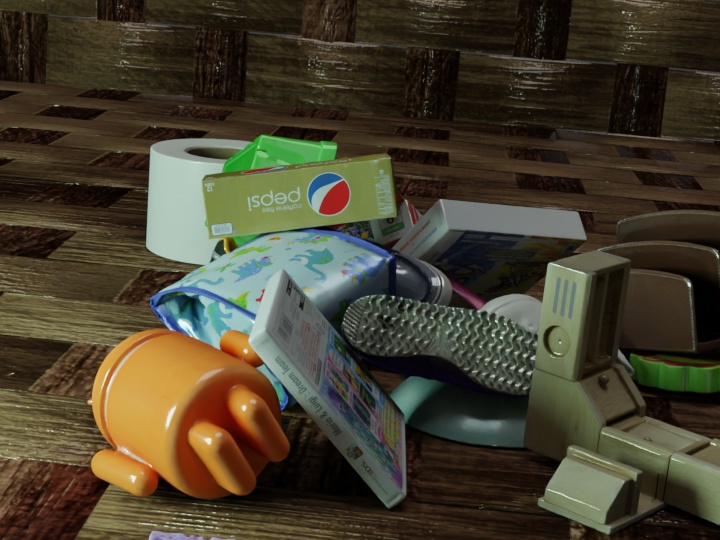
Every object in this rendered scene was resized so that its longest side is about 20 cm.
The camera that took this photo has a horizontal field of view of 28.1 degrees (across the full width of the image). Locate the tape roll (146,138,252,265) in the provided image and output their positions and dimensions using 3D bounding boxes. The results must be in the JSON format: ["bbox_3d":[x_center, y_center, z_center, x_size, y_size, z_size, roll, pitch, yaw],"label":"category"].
[{"bbox_3d":[-0.189,-0.095,1.957,0.202,0.140,0.203,5,13,-1],"label":"tape roll"}]

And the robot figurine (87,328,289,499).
[{"bbox_3d":[-0.142,0.114,1.182,0.116,0.144,0.200,14,4,-43],"label":"robot figurine"}]

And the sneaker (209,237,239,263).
[{"bbox_3d":[-0.090,0.011,1.698,0.199,0.077,0.078,9,12,9],"label":"sneaker"}]

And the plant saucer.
[{"bbox_3d":[0.127,0.120,1.408,0.200,0.039,0.201,4,13,-1],"label":"plant saucer"}]

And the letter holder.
[{"bbox_3d":[0.321,0.010,1.568,0.100,0.143,0.200,-9,5,-32],"label":"letter holder"}]

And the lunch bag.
[{"bbox_3d":[-0.087,0.033,1.443,0.200,0.128,0.170,26,41,37],"label":"lunch bag"}]

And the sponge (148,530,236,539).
[{"bbox_3d":[-0.103,0.225,0.927,0.111,0.030,0.200,6,14,4],"label":"sponge"}]

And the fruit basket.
[{"bbox_3d":[-0.072,-0.065,1.779,0.215,0.156,0.216,15,-14,4],"label":"fruit basket"}]

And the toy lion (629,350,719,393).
[{"bbox_3d":[0.397,0.101,1.547,0.200,0.069,0.191,-9,12,-44],"label":"toy lion"}]

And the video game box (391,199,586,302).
[{"bbox_3d":[0.129,-0.012,1.667,0.200,0.047,0.182,3,-29,-31],"label":"video game box"}]

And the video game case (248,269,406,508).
[{"bbox_3d":[-0.024,0.096,1.238,0.024,0.182,0.200,-37,10,9],"label":"video game case"}]

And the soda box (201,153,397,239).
[{"bbox_3d":[-0.063,-0.079,1.509,0.199,0.064,0.068,-6,9,-2],"label":"soda box"}]

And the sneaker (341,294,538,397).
[{"bbox_3d":[0.076,0.073,1.361,0.200,0.070,0.100,17,-15,-4],"label":"sneaker"}]

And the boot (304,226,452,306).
[{"bbox_3d":[0.000,0.000,1.524,0.200,0.073,0.090,15,-11,45],"label":"boot"}]

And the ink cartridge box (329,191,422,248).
[{"bbox_3d":[0.023,-0.032,1.680,0.109,0.050,0.200,-22,-27,15],"label":"ink cartridge box"}]

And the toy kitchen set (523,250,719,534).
[{"bbox_3d":[0.225,0.104,1.209,0.200,0.181,0.163,18,21,38],"label":"toy kitchen set"}]

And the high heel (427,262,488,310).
[{"bbox_3d":[0.093,0.048,1.568,0.199,0.068,0.096,14,29,-1],"label":"high heel"}]

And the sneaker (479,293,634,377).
[{"bbox_3d":[0.203,0.078,1.493,0.200,0.075,0.088,10,17,-35],"label":"sneaker"}]
